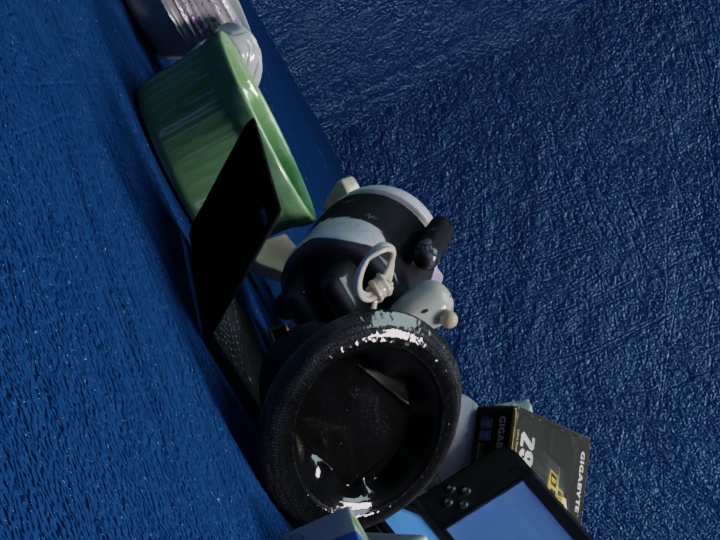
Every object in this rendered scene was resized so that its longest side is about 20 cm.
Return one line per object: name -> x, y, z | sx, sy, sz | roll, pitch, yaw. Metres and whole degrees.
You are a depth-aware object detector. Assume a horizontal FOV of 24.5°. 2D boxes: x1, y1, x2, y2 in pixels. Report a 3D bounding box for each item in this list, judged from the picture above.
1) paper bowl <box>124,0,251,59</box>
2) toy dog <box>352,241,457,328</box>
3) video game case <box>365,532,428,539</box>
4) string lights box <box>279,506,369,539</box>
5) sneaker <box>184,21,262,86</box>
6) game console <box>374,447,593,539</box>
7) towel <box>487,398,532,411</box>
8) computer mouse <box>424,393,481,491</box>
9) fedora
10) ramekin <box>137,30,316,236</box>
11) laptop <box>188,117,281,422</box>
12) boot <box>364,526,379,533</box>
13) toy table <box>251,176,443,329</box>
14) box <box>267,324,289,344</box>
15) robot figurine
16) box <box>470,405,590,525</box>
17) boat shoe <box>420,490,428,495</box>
paper bowl -> -0.202, -0.313, 1.809 | 0.201, 0.104, 0.201 | 63, 3, -7
toy dog -> 0.017, 0.087, 1.418 | 0.096, 0.200, 0.132 | 32, -10, 35
video game case -> 0.047, 0.287, 1.278 | 0.183, 0.023, 0.200 | 64, -20, -1
string lights box -> 0.006, 0.271, 1.127 | 0.200, 0.059, 0.103 | -111, 176, -51
sneaker -> -0.154, -0.155, 1.744 | 0.078, 0.099, 0.201 | 19, -54, 41
game console -> 0.113, 0.230, 1.386 | 0.200, 0.170, 0.119 | 49, -20, 33
towel -> 0.115, 0.246, 1.698 | 0.048, 0.171, 0.201 | -130, -154, -84
computer mouse -> 0.075, 0.206, 1.607 | 0.044, 0.109, 0.201 | -60, 156, -56
fedora -> -0.015, 0.105, 1.295 | 0.092, 0.200, 0.201 | 37, -18, 47
ramekin -> -0.128, -0.114, 1.557 | 0.201, 0.097, 0.200 | 63, 4, -7
laptop -> -0.079, 0.009, 1.368 | 0.200, 0.103, 0.177 | 62, 5, -31
boot -> 0.014, 0.187, 1.497 | 0.174, 0.069, 0.200 | -92, 167, -48
toy table -> -0.021, 0.001, 1.724 | 0.200, 0.184, 0.117 | -14, 63, -45
box -> -0.031, 0.155, 1.642 | 0.200, 0.021, 0.164 | 55, 12, -65
robot figurine -> 0.002, 0.001, 1.555 | 0.200, 0.150, 0.125 | -53, 157, -56
box -> 0.157, 0.242, 1.588 | 0.160, 0.049, 0.201 | 26, 67, -51
boat shoe -> 0.077, 0.307, 1.557 | 0.071, 0.072, 0.201 | 17, 60, -81
